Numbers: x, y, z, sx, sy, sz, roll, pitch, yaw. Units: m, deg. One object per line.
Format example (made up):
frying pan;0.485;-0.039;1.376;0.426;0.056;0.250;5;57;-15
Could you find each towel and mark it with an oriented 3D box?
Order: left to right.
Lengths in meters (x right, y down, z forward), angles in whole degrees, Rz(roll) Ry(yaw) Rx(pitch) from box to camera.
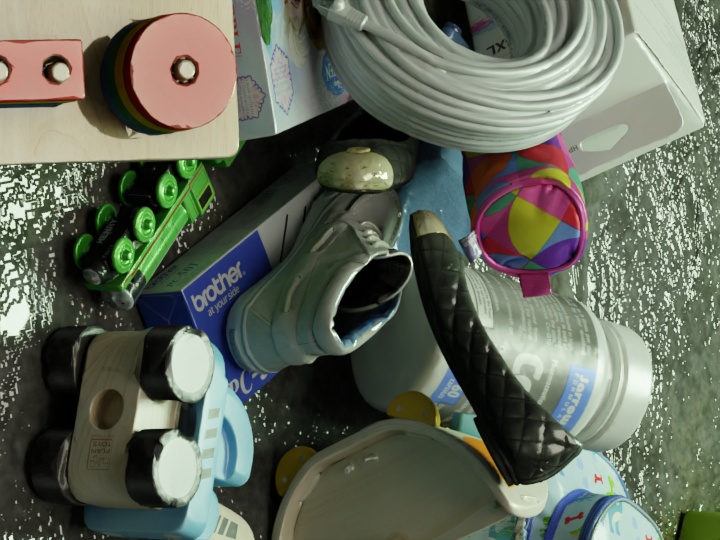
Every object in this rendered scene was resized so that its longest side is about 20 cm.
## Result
towel;0.049;-0.076;1.835;0.112;0.048;0.200;45;52;-44

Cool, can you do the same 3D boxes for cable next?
cable;0.072;-0.165;1.668;0.200;0.069;0.200;40;51;9

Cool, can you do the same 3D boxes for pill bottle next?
pill bottle;0.103;0.064;1.778;0.200;0.114;0.114;16;74;-33

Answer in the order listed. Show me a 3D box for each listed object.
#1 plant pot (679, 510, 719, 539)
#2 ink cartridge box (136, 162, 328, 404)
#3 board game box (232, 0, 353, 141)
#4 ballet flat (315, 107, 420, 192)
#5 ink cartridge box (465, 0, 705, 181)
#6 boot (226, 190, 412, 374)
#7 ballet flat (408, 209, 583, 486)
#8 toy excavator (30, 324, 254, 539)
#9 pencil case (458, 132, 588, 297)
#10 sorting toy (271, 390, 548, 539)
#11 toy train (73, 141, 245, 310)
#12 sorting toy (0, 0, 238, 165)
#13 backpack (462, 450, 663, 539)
plant pot;0.387;0.329;2.165;0.200;0.181;0.200;35;59;-49
ink cartridge box;-0.064;0.010;1.672;0.200;0.044;0.094;-41;118;-47
board game box;-0.060;-0.196;1.643;0.200;0.041;0.200;-37;119;-71
ballet flat;0.012;-0.097;1.689;0.200;0.066;0.057;-58;154;-64
ink cartridge box;0.164;-0.170;1.873;0.125;0.128;0.200;46;27;-44
boot;0.000;0.000;1.641;0.200;0.095;0.074;-52;125;-43
ballet flat;0.081;0.048;1.631;0.066;0.057;0.200;72;-6;-73
toy excavator;-0.106;0.141;1.558;0.200;0.100;0.195;26;66;-52
pencil case;0.106;-0.067;1.717;0.200;0.088;0.089;-93;160;-59
sorting toy;0.051;0.154;1.734;0.180;0.200;0.107;5;61;-58
toy train;-0.122;-0.052;1.602;0.200;0.042;0.056;-60;143;-38
sorting toy;-0.158;-0.164;1.460;0.198;0.070;0.201;-3;90;-27
backpack;0.144;0.227;1.862;0.183;0.147;0.201;44;48;-48
